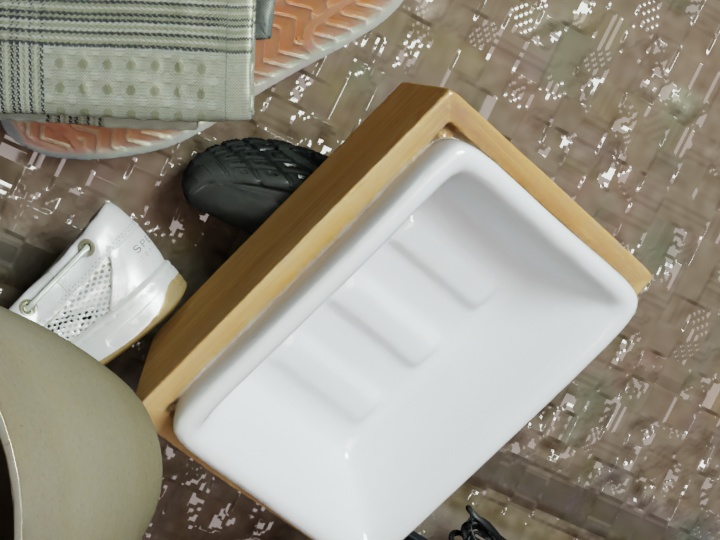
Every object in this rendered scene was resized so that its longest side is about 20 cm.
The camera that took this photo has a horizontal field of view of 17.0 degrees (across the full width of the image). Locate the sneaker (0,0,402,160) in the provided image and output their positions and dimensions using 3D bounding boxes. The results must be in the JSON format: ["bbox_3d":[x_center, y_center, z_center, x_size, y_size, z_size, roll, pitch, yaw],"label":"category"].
[{"bbox_3d":[-0.074,-0.118,1.096,0.199,0.080,0.072,-23,131,6],"label":"sneaker"}]

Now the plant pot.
[{"bbox_3d":[-0.165,0.088,0.960,0.200,0.186,0.189,0,111,-67],"label":"plant pot"}]

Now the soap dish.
[{"bbox_3d":[0.012,0.024,1.088,0.200,0.081,0.157,-45,126,9],"label":"soap dish"}]

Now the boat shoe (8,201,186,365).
[{"bbox_3d":[-0.177,0.043,1.101,0.200,0.071,0.069,-37,98,-4],"label":"boat shoe"}]

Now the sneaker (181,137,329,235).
[{"bbox_3d":[0.000,0.000,1.153,0.199,0.076,0.091,21,102,-24],"label":"sneaker"}]

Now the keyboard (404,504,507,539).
[{"bbox_3d":[0.067,0.180,1.259,0.200,0.040,0.104,34,114,-27],"label":"keyboard"}]

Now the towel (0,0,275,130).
[{"bbox_3d":[-0.134,-0.158,1.030,0.198,0.035,0.194,3,98,8],"label":"towel"}]
